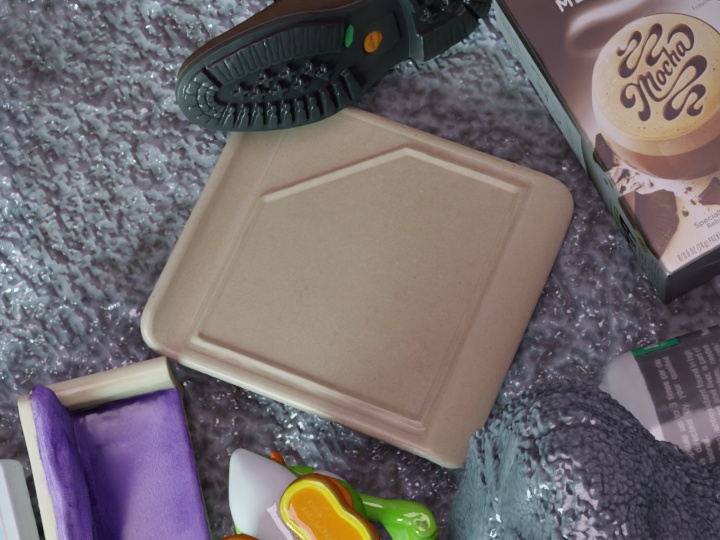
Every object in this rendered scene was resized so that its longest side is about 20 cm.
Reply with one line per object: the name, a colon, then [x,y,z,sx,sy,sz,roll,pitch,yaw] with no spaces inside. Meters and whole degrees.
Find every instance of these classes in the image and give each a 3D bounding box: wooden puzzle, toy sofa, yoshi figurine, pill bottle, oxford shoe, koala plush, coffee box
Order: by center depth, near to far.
koala plush: [0.157,0.138,1.097,0.200,0.184,0.177,2,42,-10]
yoshi figurine: [-0.020,0.157,1.209,0.112,0.200,0.112,12,89,4]
pill bottle: [0.197,0.086,1.239,0.200,0.113,0.113,-17,75,2]
toy sofa: [-0.123,0.153,1.268,0.083,0.098,0.200,-14,75,1]
coffee box: [0.170,-0.099,1.304,0.113,0.080,0.200,-30,75,0]
wooden puzzle: [0.000,0.000,1.314,0.200,0.037,0.185,22,69,7]
oxford shoe: [-0.026,-0.139,1.333,0.200,0.073,0.084,-25,42,-23]

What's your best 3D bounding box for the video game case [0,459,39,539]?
video game case: [-0.237,0.226,1.265,0.182,0.022,0.200,-24,73,27]
